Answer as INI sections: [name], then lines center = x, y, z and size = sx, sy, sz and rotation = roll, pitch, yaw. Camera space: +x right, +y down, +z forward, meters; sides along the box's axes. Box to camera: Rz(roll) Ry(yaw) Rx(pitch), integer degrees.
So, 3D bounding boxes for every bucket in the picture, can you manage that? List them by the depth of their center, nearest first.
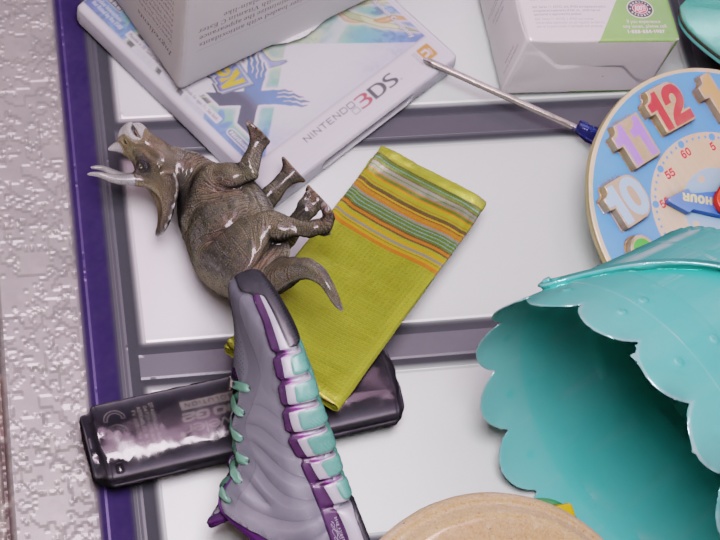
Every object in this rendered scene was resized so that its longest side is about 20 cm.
[bucket]
center = 0.182, 0.080, 0.991
size = 0.135, 0.207, 0.207
rotation = -30, 71, -28

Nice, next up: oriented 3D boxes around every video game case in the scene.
[video game case]
center = -0.064, -0.162, 1.176
size = 0.200, 0.022, 0.182
rotation = 44, 63, 14

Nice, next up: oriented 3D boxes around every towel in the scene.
[towel]
center = 0.000, 0.000, 1.080
size = 0.086, 0.018, 0.200
rotation = 25, 52, 16

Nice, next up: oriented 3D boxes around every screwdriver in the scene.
[screwdriver]
center = 0.137, -0.109, 1.173
size = 0.200, 0.028, 0.029
rotation = 29, 90, 0

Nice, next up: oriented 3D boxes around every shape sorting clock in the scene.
[shape sorting clock]
center = 0.243, -0.043, 1.138
size = 0.199, 0.039, 0.201
rotation = 6, 70, -16

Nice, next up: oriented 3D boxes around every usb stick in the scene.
[usb stick]
center = -0.070, 0.089, 1.034
size = 0.199, 0.033, 0.056
rotation = -11, 67, -16

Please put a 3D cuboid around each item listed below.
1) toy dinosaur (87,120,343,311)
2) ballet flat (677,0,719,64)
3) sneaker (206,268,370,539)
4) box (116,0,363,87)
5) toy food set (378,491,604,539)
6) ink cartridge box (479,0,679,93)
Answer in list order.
[toy dinosaur]
center = -0.073, -0.024, 1.060
size = 0.102, 0.077, 0.200
rotation = -41, 64, 1
[ballet flat]
center = 0.320, -0.152, 1.182
size = 0.200, 0.070, 0.067
rotation = 31, 52, -11
[sneaker]
center = -0.058, 0.103, 0.976
size = 0.087, 0.074, 0.201
rotation = -19, 89, -4
[box]
center = -0.088, -0.265, 1.140
size = 0.199, 0.131, 0.200
rotation = -29, 70, -23
[toy food set]
center = 0.078, 0.225, 0.949
size = 0.197, 0.049, 0.201
rotation = -12, 81, -15
[ink cartridge box]
center = 0.144, -0.229, 1.221
size = 0.117, 0.067, 0.200
rotation = -2, 63, -15
